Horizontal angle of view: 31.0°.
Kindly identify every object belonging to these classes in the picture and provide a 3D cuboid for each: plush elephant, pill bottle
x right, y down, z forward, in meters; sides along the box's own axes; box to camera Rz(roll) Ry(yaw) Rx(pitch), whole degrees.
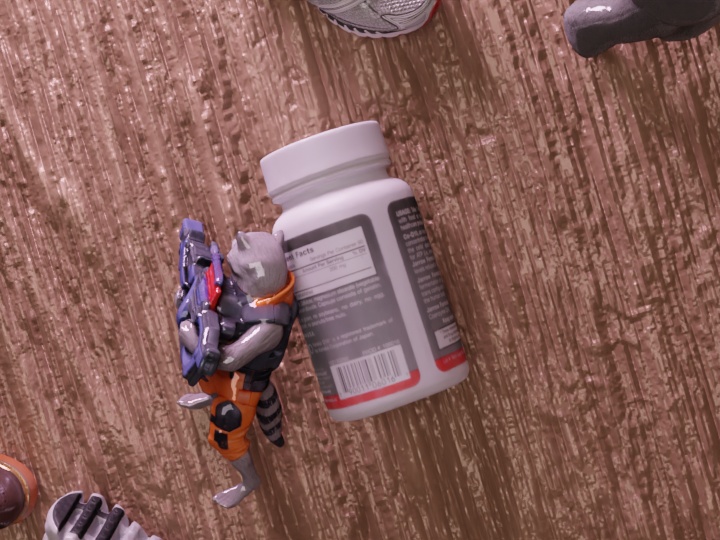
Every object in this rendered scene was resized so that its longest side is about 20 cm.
[{"bbox_3d":[0.241,-0.256,0.917,0.198,0.155,0.166,9,139,39],"label":"plush elephant"},{"bbox_3d":[0.000,0.000,0.970,0.112,0.114,0.203,-18,89,8],"label":"pill bottle"}]

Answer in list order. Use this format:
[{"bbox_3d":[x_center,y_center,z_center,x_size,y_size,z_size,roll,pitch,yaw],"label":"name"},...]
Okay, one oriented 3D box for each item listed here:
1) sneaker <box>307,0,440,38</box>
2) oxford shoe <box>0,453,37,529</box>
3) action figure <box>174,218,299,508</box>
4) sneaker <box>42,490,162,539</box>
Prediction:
[{"bbox_3d":[-0.033,-0.235,0.981,0.198,0.082,0.079,22,95,6],"label":"sneaker"},{"bbox_3d":[-0.364,0.163,1.048,0.197,0.073,0.072,10,94,8],"label":"oxford shoe"},{"bbox_3d":[-0.092,0.045,0.977,0.103,0.201,0.195,6,126,-14],"label":"action figure"},{"bbox_3d":[-0.168,0.257,1.033,0.198,0.075,0.082,31,116,4],"label":"sneaker"}]
